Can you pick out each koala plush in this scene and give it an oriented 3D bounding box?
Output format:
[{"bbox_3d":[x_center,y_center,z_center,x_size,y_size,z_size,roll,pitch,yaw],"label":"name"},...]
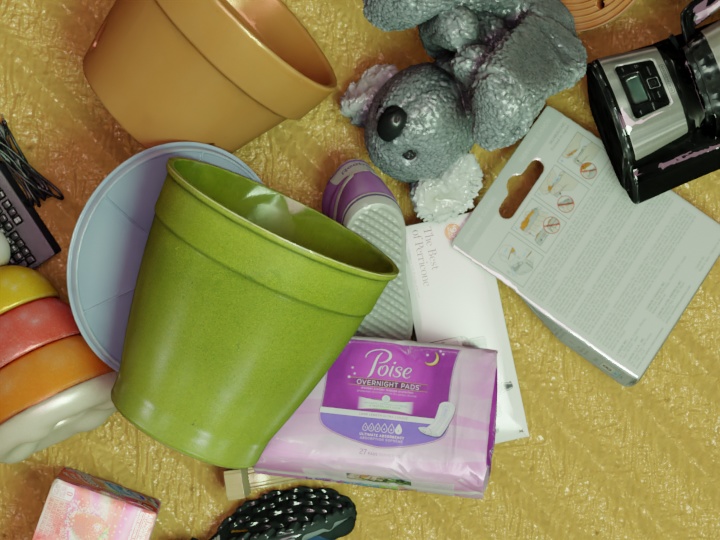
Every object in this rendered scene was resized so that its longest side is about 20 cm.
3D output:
[{"bbox_3d":[0.075,-0.146,1.680,0.178,0.183,0.200,49,126,14],"label":"koala plush"}]

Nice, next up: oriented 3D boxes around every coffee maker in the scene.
[{"bbox_3d":[0.301,-0.137,1.692,0.199,0.193,0.135,-20,47,5],"label":"coffee maker"}]

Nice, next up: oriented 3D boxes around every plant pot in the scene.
[{"bbox_3d":[-0.136,-0.176,1.678,0.200,0.200,0.140,45,104,-2],"label":"plant pot"},{"bbox_3d":[-0.101,0.042,1.572,0.199,0.200,0.194,26,99,-3],"label":"plant pot"}]

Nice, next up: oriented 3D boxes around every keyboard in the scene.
[{"bbox_3d":[-0.335,-0.086,1.732,0.104,0.040,0.201,-35,93,-2],"label":"keyboard"}]

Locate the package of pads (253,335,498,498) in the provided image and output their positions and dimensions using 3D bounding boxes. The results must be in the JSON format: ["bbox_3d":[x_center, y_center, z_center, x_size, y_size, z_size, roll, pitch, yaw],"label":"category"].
[{"bbox_3d":[0.014,0.116,1.660,0.198,0.076,0.121,5,73,6],"label":"package of pads"}]

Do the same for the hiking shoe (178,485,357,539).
[{"bbox_3d":[-0.092,0.255,1.739,0.199,0.074,0.087,-23,119,-8],"label":"hiking shoe"}]

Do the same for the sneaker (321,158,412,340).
[{"bbox_3d":[0.001,0.000,1.737,0.072,0.114,0.202,-3,122,-16],"label":"sneaker"}]

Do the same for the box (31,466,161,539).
[{"bbox_3d":[-0.245,0.278,1.704,0.094,0.103,0.201,20,88,-3],"label":"box"}]

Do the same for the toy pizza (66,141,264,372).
[{"bbox_3d":[-0.153,-0.006,1.646,0.199,0.032,0.202,-8,105,-32],"label":"toy pizza"}]

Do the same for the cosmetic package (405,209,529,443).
[{"bbox_3d":[0.086,0.053,1.749,0.082,0.051,0.202,-12,91,-4],"label":"cosmetic package"}]

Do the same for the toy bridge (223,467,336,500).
[{"bbox_3d":[-0.021,0.169,1.733,0.198,0.067,0.027,-8,90,9],"label":"toy bridge"}]

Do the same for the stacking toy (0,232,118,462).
[{"bbox_3d":[-0.287,0.046,1.685,0.145,0.146,0.201,-26,83,-3],"label":"stacking toy"}]

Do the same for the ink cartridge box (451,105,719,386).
[{"bbox_3d":[0.198,-0.021,1.746,0.199,0.047,0.161,35,76,3],"label":"ink cartridge box"}]

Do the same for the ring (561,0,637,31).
[{"bbox_3d":[0.180,-0.304,1.710,0.019,0.200,0.202,-13,91,-45],"label":"ring"}]
